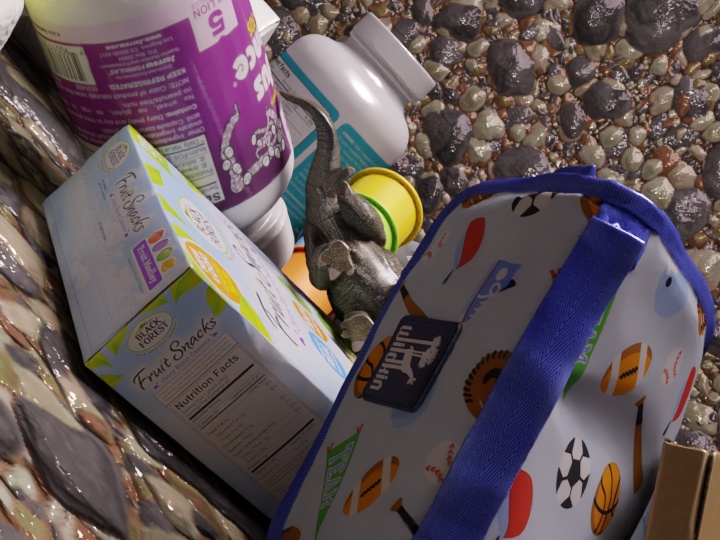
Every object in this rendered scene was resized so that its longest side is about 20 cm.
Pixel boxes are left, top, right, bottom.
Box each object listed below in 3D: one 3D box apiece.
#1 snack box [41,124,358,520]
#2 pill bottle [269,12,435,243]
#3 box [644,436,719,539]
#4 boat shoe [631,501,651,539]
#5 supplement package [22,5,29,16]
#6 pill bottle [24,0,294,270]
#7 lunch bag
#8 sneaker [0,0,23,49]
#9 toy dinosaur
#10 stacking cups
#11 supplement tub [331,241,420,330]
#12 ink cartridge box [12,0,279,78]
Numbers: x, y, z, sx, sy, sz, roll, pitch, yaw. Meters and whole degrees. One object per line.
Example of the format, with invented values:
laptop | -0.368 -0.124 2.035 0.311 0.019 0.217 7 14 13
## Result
snack box | -0.054 0.042 0.698 0.200 0.068 0.169 44 6 -32
pill bottle | -0.043 -0.088 1.018 0.111 0.200 0.111 48 5 -6
box | 0.119 0.172 0.568 0.021 0.201 0.163 10 -8 21
boat shoe | 0.163 0.211 0.871 0.075 0.062 0.201 -134 -151 -66
supplement package | -0.232 -0.234 0.793 0.117 0.118 0.200 18 -6 20
pill bottle | -0.098 -0.085 0.779 0.112 0.112 0.201 -126 -164 -52
lunch bag | 0.052 0.066 0.549 0.124 0.170 0.200 28 -13 11
sneaker | -0.216 -0.127 0.669 0.105 0.076 0.200 34 2 -18
toy dinosaur | 0.000 0.000 0.776 0.200 0.077 0.102 49 -11 4
stacking cups | -0.024 0.003 0.903 0.061 0.060 0.200 47 38 -5
supplement tub | 0.028 0.054 0.983 0.123 0.122 0.200 47 6 -13
ink cartridge box | -0.169 -0.186 0.994 0.200 0.083 0.147 48 -36 3
